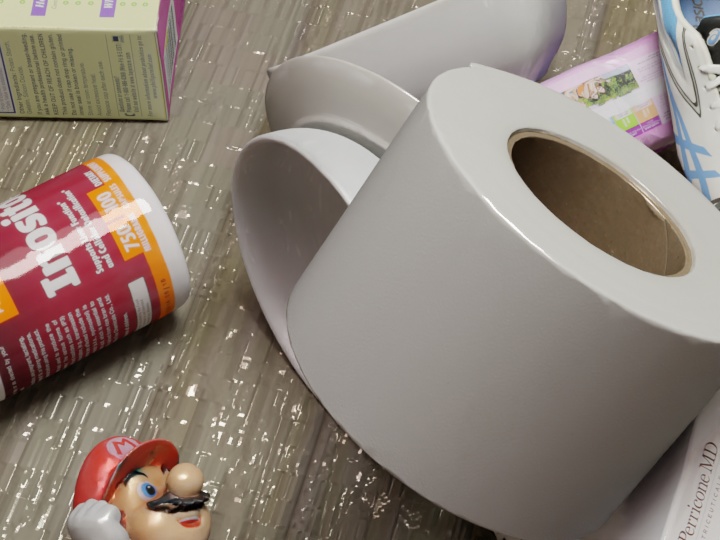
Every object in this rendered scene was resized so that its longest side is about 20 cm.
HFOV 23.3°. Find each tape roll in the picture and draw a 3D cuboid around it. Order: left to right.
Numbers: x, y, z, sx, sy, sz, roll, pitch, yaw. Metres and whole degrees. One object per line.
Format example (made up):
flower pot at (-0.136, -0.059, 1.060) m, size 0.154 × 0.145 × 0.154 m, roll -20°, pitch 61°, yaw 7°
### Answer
tape roll at (0.082, 0.015, 0.865) m, size 0.202 × 0.139 × 0.203 m, roll 26°, pitch 28°, yaw -15°

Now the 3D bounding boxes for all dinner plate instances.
dinner plate at (0.013, -0.051, 1.101) m, size 0.200 × 0.200 × 0.024 m, roll 30°, pitch 65°, yaw 22°

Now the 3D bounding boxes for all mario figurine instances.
mario figurine at (-0.089, 0.165, 0.993) m, size 0.106 × 0.124 × 0.200 m, roll -38°, pitch 64°, yaw -10°

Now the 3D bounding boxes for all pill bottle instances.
pill bottle at (-0.218, 0.015, 1.109) m, size 0.200 × 0.113 × 0.113 m, roll -29°, pitch 58°, yaw -19°

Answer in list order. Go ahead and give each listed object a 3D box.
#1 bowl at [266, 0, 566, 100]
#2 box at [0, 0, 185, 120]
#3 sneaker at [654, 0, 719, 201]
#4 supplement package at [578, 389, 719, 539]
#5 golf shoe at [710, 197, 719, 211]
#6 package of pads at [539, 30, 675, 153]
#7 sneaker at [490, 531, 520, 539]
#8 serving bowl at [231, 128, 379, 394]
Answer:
bowl at (0.050, -0.141, 1.184) m, size 0.199 × 0.075 × 0.200 m, roll -19°, pitch 7°, yaw 15°
box at (-0.234, -0.207, 1.289) m, size 0.200 × 0.097 × 0.176 m, roll 1°, pitch 53°, yaw 1°
sneaker at (0.228, -0.117, 1.093) m, size 0.072 × 0.072 × 0.200 m, roll -13°, pitch 81°, yaw 3°
supplement package at (0.227, 0.140, 0.946) m, size 0.200 × 0.147 × 0.191 m, roll 30°, pitch 55°, yaw -9°
golf shoe at (0.245, -0.014, 1.030) m, size 0.200 × 0.094 × 0.078 m, roll 7°, pitch 65°, yaw -46°
package of pads at (0.136, -0.089, 1.176) m, size 0.200 × 0.120 × 0.076 m, roll -26°, pitch 89°, yaw -18°
sneaker at (0.104, 0.156, 1.032) m, size 0.072 × 0.072 × 0.200 m, roll -19°, pitch 54°, yaw 10°
serving bowl at (0.000, 0.000, 1.067) m, size 0.066 × 0.200 × 0.200 m, roll -26°, pitch 57°, yaw -25°
